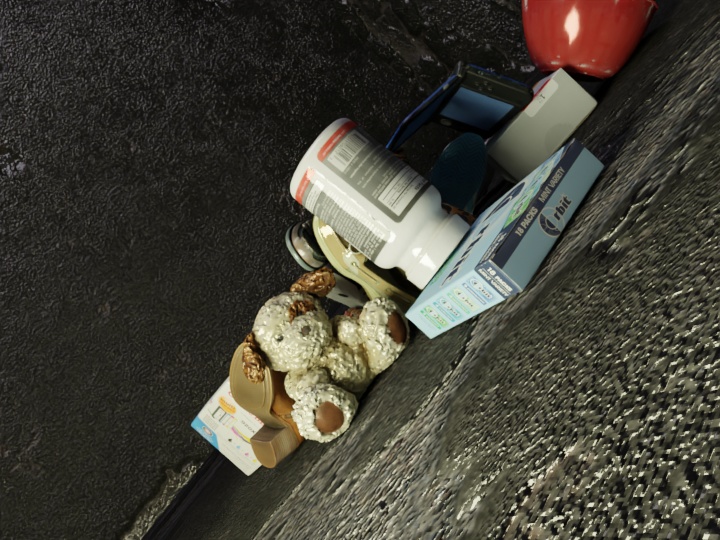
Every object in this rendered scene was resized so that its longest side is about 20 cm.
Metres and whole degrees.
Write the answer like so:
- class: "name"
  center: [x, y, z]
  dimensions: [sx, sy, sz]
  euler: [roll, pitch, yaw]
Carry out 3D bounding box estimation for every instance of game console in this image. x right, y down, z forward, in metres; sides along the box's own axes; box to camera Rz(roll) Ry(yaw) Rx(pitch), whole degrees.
- class: "game console"
  center: [0.133, -0.209, 0.995]
  dimensions: [0.200, 0.168, 0.120]
  euler: [146, 141, -79]

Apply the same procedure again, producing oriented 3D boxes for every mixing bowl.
- class: "mixing bowl"
  center: [0.326, -0.343, 1.000]
  dimensions: [0.200, 0.196, 0.110]
  euler: [-61, -20, -78]

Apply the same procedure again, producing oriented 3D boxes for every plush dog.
- class: "plush dog"
  center: [-0.059, 0.099, 0.870]
  dimensions: [0.201, 0.171, 0.160]
  euler: [-50, 3, -20]

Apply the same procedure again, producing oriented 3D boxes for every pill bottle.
- class: "pill bottle"
  center: [0.024, -0.076, 0.801]
  dimensions: [0.116, 0.199, 0.116]
  euler: [-51, -4, -4]

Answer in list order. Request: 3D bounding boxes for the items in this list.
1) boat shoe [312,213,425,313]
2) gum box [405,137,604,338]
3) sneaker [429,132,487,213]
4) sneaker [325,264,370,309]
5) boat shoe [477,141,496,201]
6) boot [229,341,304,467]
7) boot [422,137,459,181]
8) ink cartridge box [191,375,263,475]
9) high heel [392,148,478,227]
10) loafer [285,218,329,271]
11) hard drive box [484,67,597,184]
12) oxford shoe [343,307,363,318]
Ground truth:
- class: "boat shoe"
  center: [0.017, -0.012, 0.888]
  dimensions: [0.063, 0.201, 0.074]
  euler: [-22, 27, 36]
- class: "gum box"
  center: [0.142, -0.025, 0.699]
  dimensions: [0.170, 0.044, 0.200]
  euler: [-50, 2, -25]
- class: "sneaker"
  center: [0.138, -0.107, 1.007]
  dimensions: [0.081, 0.075, 0.203]
  euler: [-47, -26, -67]
- class: "sneaker"
  center: [0.000, 0.000, 1.066]
  dimensions: [0.072, 0.199, 0.114]
  euler: [5, 72, 35]
- class: "boat shoe"
  center: [0.210, -0.156, 1.252]
  dimensions: [0.070, 0.071, 0.202]
  euler: [-12, -32, -23]
- class: "boot"
  center: [-0.111, 0.162, 0.980]
  dimensions: [0.155, 0.073, 0.203]
  euler: [-40, -48, -52]
- class: "boot"
  center: [0.147, -0.149, 1.209]
  dimensions: [0.163, 0.072, 0.202]
  euler: [-107, 25, -69]
- class: "ink cartridge box"
  center: [-0.177, 0.234, 1.192]
  dimensions: [0.200, 0.147, 0.145]
  euler: [-47, 3, 45]
- class: "high heel"
  center: [0.105, -0.109, 0.935]
  dimensions: [0.072, 0.197, 0.144]
  euler: [71, -144, -54]
- class: "loafer"
  center: [-0.047, -0.049, 0.935]
  dimensions: [0.063, 0.072, 0.200]
  euler: [-35, -1, 14]
- class: "hard drive box"
  center: [0.267, -0.218, 1.050]
  dimensions: [0.156, 0.077, 0.200]
  euler: [-49, 3, 10]
- class: "oxford shoe"
  center: [0.003, 0.090, 1.036]
  dimensions: [0.071, 0.075, 0.200]
  euler: [-50, 2, -29]
